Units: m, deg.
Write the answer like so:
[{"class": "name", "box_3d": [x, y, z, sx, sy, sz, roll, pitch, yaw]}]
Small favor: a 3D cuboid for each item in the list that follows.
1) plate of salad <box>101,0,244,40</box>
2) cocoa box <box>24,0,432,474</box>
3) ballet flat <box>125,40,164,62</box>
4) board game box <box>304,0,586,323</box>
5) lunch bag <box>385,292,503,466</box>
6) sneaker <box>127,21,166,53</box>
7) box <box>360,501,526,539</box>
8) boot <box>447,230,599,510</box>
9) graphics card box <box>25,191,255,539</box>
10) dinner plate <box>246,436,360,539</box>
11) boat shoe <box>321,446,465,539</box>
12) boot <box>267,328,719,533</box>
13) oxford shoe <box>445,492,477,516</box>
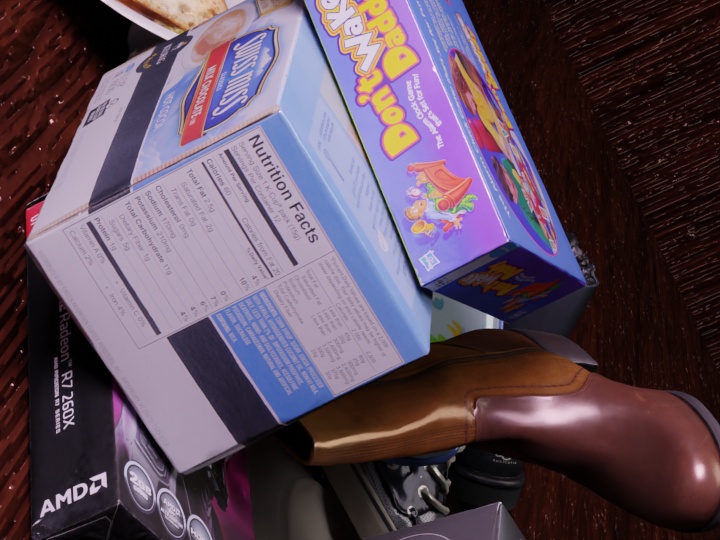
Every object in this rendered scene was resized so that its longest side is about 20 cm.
[{"class": "plate of salad", "box_3d": [-0.114, -0.193, 1.140, 0.199, 0.048, 0.201, 28, 29, -17]}, {"class": "cocoa box", "box_3d": [-0.049, -0.031, 0.905, 0.134, 0.130, 0.200, 58, 17, -21]}, {"class": "ballet flat", "box_3d": [-0.099, -0.060, 1.093, 0.076, 0.064, 0.201, 41, 29, -45]}, {"class": "board game box", "box_3d": [0.031, -0.082, 0.916, 0.202, 0.044, 0.134, 68, 16, 16]}, {"class": "lunch bag", "box_3d": [0.000, 0.000, 1.110, 0.083, 0.159, 0.202, 123, -24, -59]}, {"class": "sneaker", "box_3d": [-0.076, -0.129, 1.253, 0.200, 0.070, 0.100, 47, 29, -41]}, {"class": "box", "box_3d": [0.044, 0.237, 0.956, 0.201, 0.147, 0.125, 56, 27, -31]}, {"class": "boot", "box_3d": [0.074, 0.035, 1.242, 0.076, 0.170, 0.200, 13, 15, -24]}, {"class": "graphics card box", "box_3d": [-0.103, 0.066, 0.919, 0.126, 0.050, 0.201, 51, 22, -43]}, {"class": "dinner plate", "box_3d": [-0.019, 0.181, 1.089, 0.201, 0.024, 0.201, 59, 17, -30]}, {"class": "boat shoe", "box_3d": [0.032, 0.117, 1.143, 0.201, 0.092, 0.075, 59, -2, 16]}, {"class": "boot", "box_3d": [0.058, 0.073, 0.947, 0.198, 0.069, 0.188, 2, 26, -34]}, {"class": "oxford shoe", "box_3d": [0.061, 0.155, 1.297, 0.072, 0.072, 0.200, 67, 15, 3]}]
